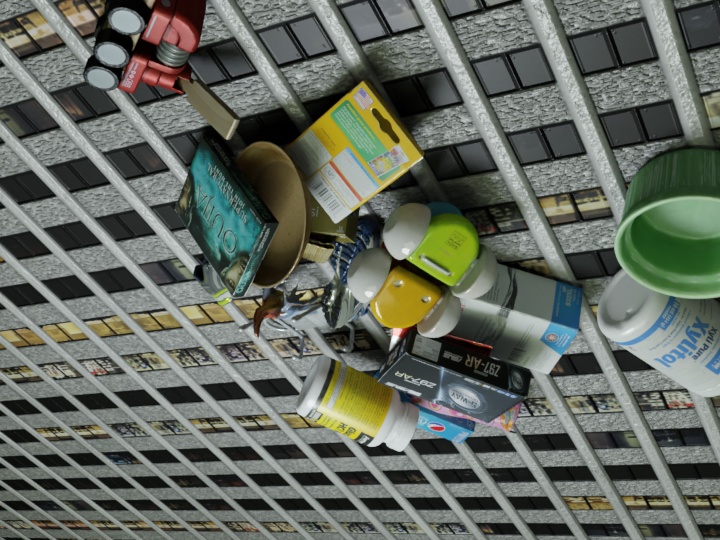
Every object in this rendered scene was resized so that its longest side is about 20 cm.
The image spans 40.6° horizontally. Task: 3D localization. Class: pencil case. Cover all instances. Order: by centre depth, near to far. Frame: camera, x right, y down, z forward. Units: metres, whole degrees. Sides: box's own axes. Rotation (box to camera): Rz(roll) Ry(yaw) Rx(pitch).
[{"bbox_3d":[0.190,0.226,1.740,0.198,0.088,0.088,16,144,-1],"label":"pencil case"}]

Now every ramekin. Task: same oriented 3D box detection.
[{"bbox_3d":[0.432,-0.063,1.255,0.198,0.098,0.201,11,144,8],"label":"ramekin"}]

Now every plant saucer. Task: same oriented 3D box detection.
[{"bbox_3d":[-0.123,-0.077,1.351,0.035,0.202,0.200,-3,160,-40],"label":"plant saucer"}]

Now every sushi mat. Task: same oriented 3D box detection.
[{"bbox_3d":[-0.091,-0.035,1.485,0.095,0.012,0.200,16,173,-4],"label":"sushi mat"}]

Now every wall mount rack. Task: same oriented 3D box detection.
[{"bbox_3d":[-0.105,0.096,1.674,0.199,0.075,0.174,-12,148,32],"label":"wall mount rack"}]

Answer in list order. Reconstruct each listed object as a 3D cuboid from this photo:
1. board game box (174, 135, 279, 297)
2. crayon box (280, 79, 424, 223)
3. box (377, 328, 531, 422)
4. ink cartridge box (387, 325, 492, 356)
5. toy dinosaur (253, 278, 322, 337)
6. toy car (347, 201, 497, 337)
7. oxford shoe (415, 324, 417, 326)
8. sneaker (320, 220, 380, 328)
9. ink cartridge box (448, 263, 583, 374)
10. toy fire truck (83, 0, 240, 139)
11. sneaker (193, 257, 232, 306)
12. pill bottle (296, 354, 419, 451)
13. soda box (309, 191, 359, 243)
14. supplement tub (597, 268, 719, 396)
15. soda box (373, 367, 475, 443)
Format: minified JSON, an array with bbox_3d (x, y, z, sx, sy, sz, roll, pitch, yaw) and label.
[{"bbox_3d":[-0.195,-0.078,1.386,0.028,0.200,0.136,-3,133,-41],"label":"board game box"},{"bbox_3d":[-0.004,-0.162,1.298,0.126,0.052,0.200,51,137,-6],"label":"crayon box"},{"bbox_3d":[0.141,0.165,1.501,0.198,0.044,0.160,21,154,-7],"label":"box"},{"bbox_3d":[0.123,0.133,1.529,0.161,0.051,0.200,15,171,8],"label":"ink cartridge box"},{"bbox_3d":[-0.146,0.042,1.579,0.105,0.199,0.181,54,149,3],"label":"toy dinosaur"},{"bbox_3d":[0.088,-0.016,1.400,0.174,0.150,0.200,30,119,-19],"label":"toy car"},{"bbox_3d":[0.080,0.062,1.579,0.074,0.071,0.201,1,141,23],"label":"oxford shoe"},{"bbox_3d":[0.000,0.000,1.535,0.085,0.077,0.201,-9,136,-33],"label":"sneaker"},{"bbox_3d":[0.226,0.069,1.517,0.198,0.084,0.145,17,147,0],"label":"ink cartridge box"},{"bbox_3d":[-0.234,-0.272,1.236,0.199,0.130,0.176,18,145,-22],"label":"toy fire truck"},{"bbox_3d":[-0.215,-0.008,1.603,0.081,0.074,0.200,33,139,-17],"label":"sneaker"},{"bbox_3d":[-0.003,0.237,1.698,0.199,0.113,0.113,26,143,-8],"label":"pill bottle"},{"bbox_3d":[-0.105,-0.086,1.443,0.198,0.065,0.068,7,173,14],"label":"soda box"},{"bbox_3d":[0.455,0.082,1.409,0.199,0.133,0.132,30,142,-18],"label":"supplement tub"},{"bbox_3d":[0.116,0.248,1.809,0.199,0.068,0.064,23,144,-9],"label":"soda box"}]
